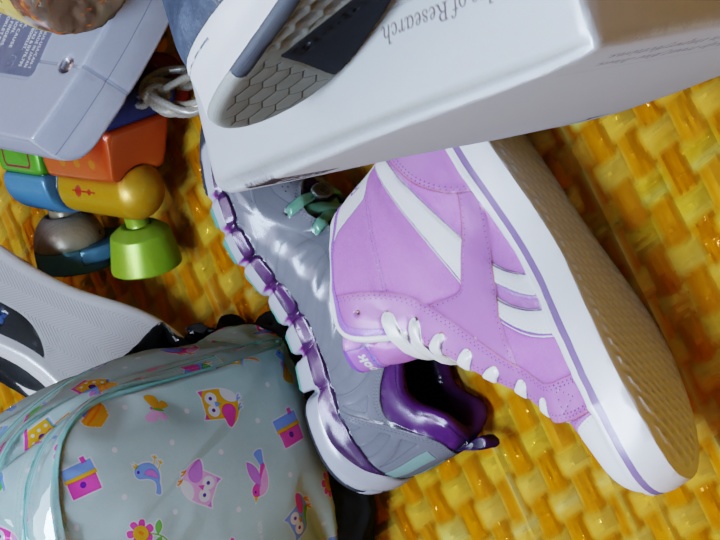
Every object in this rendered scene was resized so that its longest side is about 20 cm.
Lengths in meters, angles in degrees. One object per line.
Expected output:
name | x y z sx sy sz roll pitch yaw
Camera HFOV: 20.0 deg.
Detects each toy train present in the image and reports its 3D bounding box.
toy train | -0.117 -0.047 1.052 0.200 0.085 0.116 10 117 47

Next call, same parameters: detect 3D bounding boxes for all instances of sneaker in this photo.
sneaker | 0.055 0.030 0.851 0.114 0.073 0.201 -41 56 18
sneaker | -0.152 0.048 1.113 0.200 0.073 0.112 35 169 -1
sneaker | -0.023 -0.153 0.606 0.202 0.077 0.146 -41 71 46
sneaker | 0.000 0.000 0.943 0.087 0.074 0.200 -22 93 39

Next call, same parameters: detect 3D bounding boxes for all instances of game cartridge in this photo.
game cartridge | -0.136 -0.150 1.005 0.133 0.041 0.200 12 75 49

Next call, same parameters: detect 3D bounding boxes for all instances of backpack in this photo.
backpack | -0.095 0.104 0.965 0.127 0.200 0.167 -24 81 52

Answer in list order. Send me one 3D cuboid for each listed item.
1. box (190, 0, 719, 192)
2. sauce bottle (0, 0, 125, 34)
box | 0.063 -0.123 0.727 0.200 0.199 0.131 -17 88 49
sauce bottle | -0.183 -0.164 0.984 0.200 0.066 0.066 29 121 48
